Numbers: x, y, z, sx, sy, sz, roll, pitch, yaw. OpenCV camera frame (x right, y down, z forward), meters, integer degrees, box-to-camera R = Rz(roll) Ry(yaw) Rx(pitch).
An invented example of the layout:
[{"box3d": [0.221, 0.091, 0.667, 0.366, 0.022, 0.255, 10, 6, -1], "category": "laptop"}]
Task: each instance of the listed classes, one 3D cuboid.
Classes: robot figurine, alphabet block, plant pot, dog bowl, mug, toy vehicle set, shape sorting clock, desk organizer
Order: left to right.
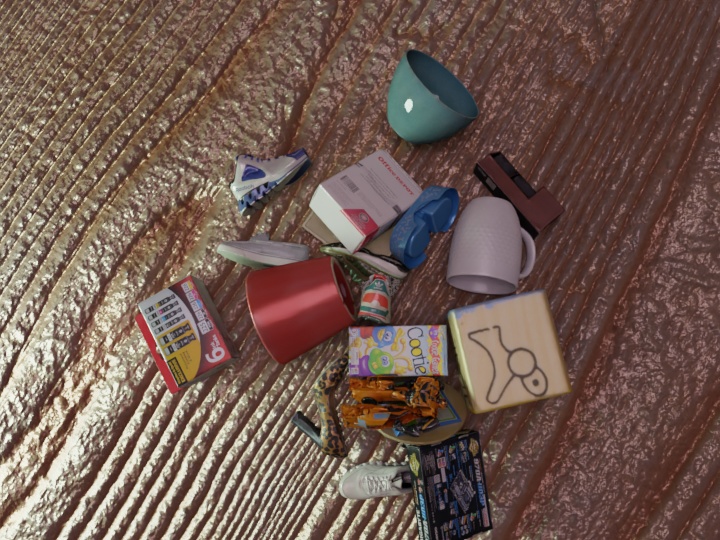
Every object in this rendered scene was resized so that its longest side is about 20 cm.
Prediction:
[{"box3d": [-0.112, 0.068, 1.398, 0.176, 0.200, 0.202, -21, 81, 7], "category": "plant pot"}, {"box3d": [-0.015, -0.087, 1.504, 0.199, 0.027, 0.125, 37, 86, 8], "category": "toy vehicle set"}, {"box3d": [0.068, 0.251, 1.315, 0.198, 0.059, 0.145, -5, 37, 17], "category": "robot figurine"}, {"box3d": [0.112, 0.278, 1.378, 0.198, 0.200, 0.040, 7, 119, 5], "category": "shape sorting clock"}, {"box3d": [0.133, -0.350, 1.464, 0.200, 0.200, 0.135, 50, 123, 9], "category": "plant pot"}, {"box3d": [0.133, -0.097, 1.445, 0.049, 0.112, 0.200, 28, 68, 32], "category": "dog bowl"}, {"box3d": [0.283, -0.048, 1.431, 0.199, 0.147, 0.177, 16, 74, -24], "category": "mug"}, {"box3d": [0.285, 0.161, 1.364, 0.194, 0.196, 0.202, -12, 82, 4], "category": "alphabet block"}, {"box3d": [0.337, -0.171, 1.469, 0.077, 0.072, 0.200, -39, 81, -4], "category": "desk organizer"}]

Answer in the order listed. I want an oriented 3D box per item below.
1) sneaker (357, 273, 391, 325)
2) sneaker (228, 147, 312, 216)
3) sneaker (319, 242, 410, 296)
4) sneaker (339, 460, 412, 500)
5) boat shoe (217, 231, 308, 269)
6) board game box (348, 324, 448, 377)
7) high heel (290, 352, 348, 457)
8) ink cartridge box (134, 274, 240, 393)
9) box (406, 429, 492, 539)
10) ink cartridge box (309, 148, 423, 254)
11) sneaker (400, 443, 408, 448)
[{"box3d": [0.036, 0.058, 1.392, 0.070, 0.200, 0.094, 14, 88, 4], "category": "sneaker"}, {"box3d": [-0.213, -0.223, 1.511, 0.199, 0.081, 0.115, -37, 83, 0], "category": "sneaker"}, {"box3d": [0.000, 0.000, 1.448, 0.199, 0.077, 0.089, 21, 102, 11], "category": "sneaker"}, {"box3d": [0.052, 0.429, 1.403, 0.198, 0.081, 0.076, -11, 83, 4], "category": "sneaker"}, {"box3d": [-0.208, -0.045, 1.498, 0.199, 0.070, 0.072, 11, 73, 1], "category": "boat shoe"}, {"box3d": [0.079, 0.168, 1.423, 0.198, 0.105, 0.104, -2, 83, 5], "category": "board game box"}, {"box3d": [-0.041, 0.283, 1.428, 0.142, 0.071, 0.201, 36, 102, 14], "category": "high heel"}, {"box3d": [-0.384, 0.142, 1.471, 0.175, 0.084, 0.201, -29, 82, 0], "category": "ink cartridge box"}, {"box3d": [0.178, 0.432, 1.361, 0.158, 0.046, 0.202, -6, 86, -33], "category": "box"}, {"box3d": [0.016, -0.148, 1.436, 0.200, 0.085, 0.146, -36, 80, -35], "category": "ink cartridge box"}, {"box3d": [0.087, 0.332, 1.417, 0.198, 0.074, 0.081, 7, 85, 5], "category": "sneaker"}]
